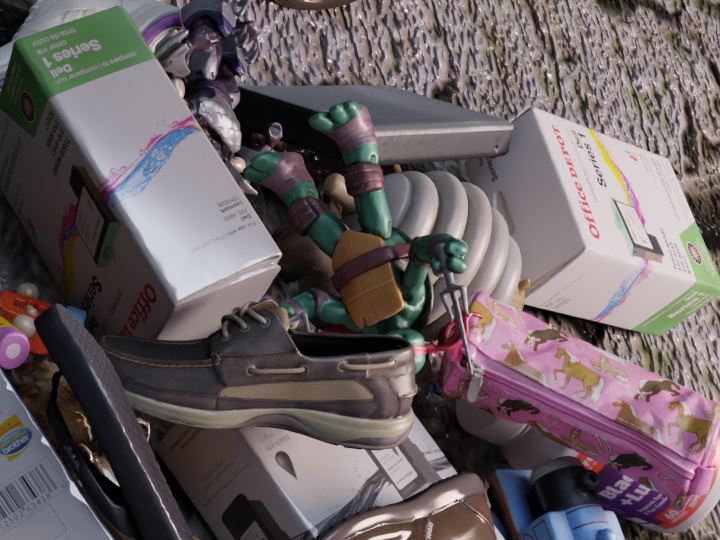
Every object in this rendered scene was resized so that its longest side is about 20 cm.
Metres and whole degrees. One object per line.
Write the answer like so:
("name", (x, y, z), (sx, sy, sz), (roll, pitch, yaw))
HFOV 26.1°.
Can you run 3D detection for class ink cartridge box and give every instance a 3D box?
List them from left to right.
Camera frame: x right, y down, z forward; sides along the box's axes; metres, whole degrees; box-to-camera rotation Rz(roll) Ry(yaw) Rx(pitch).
("ink cartridge box", (-0.212, 0.146, 0.822), (0.136, 0.076, 0.201), (-32, 81, -22))
("ink cartridge box", (-0.152, -0.041, 1.001), (0.084, 0.145, 0.201), (-25, 74, -32))
("ink cartridge box", (-0.013, 0.152, 1.014), (0.145, 0.083, 0.200), (-26, 75, -49))
("ink cartridge box", (0.200, -0.038, 1.325), (0.199, 0.084, 0.146), (14, 49, -43))

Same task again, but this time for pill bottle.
("pill bottle", (0.176, 0.118, 1.183), (0.199, 0.111, 0.112), (24, 44, -23))

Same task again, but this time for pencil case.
("pencil case", (0.149, 0.088, 1.059), (0.199, 0.083, 0.087), (25, 57, 6))

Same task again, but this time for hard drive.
("hard drive", (0.010, -0.116, 1.223), (0.139, 0.033, 0.199), (21, 18, 33))

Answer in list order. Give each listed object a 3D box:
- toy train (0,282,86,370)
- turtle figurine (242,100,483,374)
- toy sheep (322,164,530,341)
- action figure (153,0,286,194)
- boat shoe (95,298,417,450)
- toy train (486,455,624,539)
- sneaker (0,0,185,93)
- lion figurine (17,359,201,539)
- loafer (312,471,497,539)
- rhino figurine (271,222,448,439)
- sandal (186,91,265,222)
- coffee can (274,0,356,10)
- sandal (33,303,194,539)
("toy train", (-0.262, 0.030, 0.923), (0.199, 0.056, 0.150), (18, 7, -19))
("turtle figurine", (0.000, 0.000, 1.017), (0.201, 0.149, 0.101), (67, 11, 17))
("toy sheep", (0.047, -0.015, 1.175), (0.199, 0.138, 0.139), (29, 42, -26))
("action figure", (-0.103, -0.130, 1.097), (0.201, 0.069, 0.131), (-91, 160, -46))
("boat shoe", (-0.060, 0.052, 0.918), (0.198, 0.074, 0.075), (9, 12, -17))
("toy train", (0.144, 0.221, 1.067), (0.086, 0.114, 0.201), (8, 53, -37))
("sneaker", (-0.220, -0.156, 1.124), (0.099, 0.075, 0.200), (32, 38, 21))
("lion figurine", (-0.138, 0.141, 0.923), (0.072, 0.122, 0.201), (-29, 94, -24))
("loafer", (0.019, 0.175, 0.900), (0.199, 0.073, 0.071), (-17, 68, -44))
("rhino figurine", (0.000, 0.044, 1.112), (0.200, 0.087, 0.060), (53, 43, -5))
("sandal", (-0.112, -0.070, 1.157), (0.075, 0.045, 0.201), (33, 27, -22))
("coffee can", (-0.049, -0.351, 1.356), (0.146, 0.146, 0.201), (2, 56, -39))
("sandal", (-0.129, 0.113, 0.827), (0.076, 0.043, 0.201), (-163, -132, -86))
